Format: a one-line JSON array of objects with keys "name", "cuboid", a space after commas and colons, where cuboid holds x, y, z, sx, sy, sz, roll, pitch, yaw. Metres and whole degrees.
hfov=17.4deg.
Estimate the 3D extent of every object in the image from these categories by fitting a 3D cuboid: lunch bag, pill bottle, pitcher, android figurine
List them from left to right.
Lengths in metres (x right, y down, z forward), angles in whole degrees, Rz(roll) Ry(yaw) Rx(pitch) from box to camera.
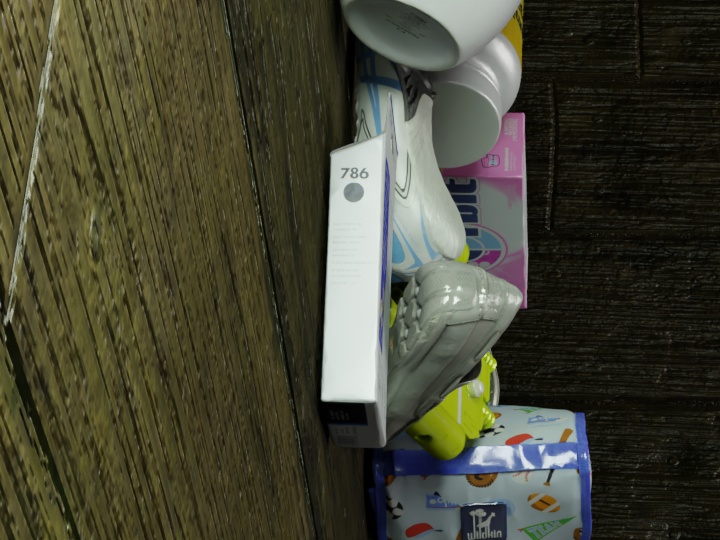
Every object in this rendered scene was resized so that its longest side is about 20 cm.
[{"name": "pitcher", "cuboid": [0.040, -0.243, 1.484, 0.201, 0.171, 0.121, -67, -167, -22]}, {"name": "android figurine", "cuboid": [0.051, 0.046, 1.675, 0.200, 0.041, 0.183, 49, 37, -49]}, {"name": "pill bottle", "cuboid": [0.068, -0.176, 1.788, 0.113, 0.112, 0.201, 85, 7, -45]}, {"name": "lunch bag", "cuboid": [0.094, 0.163, 1.805, 0.200, 0.169, 0.125, 75, 12, -78]}]

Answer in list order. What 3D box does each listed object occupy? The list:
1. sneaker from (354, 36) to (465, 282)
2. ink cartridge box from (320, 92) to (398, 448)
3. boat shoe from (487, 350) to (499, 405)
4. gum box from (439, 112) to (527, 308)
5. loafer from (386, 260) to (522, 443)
[{"name": "sneaker", "cuboid": [0.018, -0.086, 1.571, 0.072, 0.072, 0.201, 38, 36, -56]}, {"name": "ink cartridge box", "cuboid": [0.000, 0.000, 1.449, 0.100, 0.039, 0.201, 78, 14, -69]}, {"name": "boat shoe", "cuboid": [0.121, 0.118, 2.660, 0.062, 0.074, 0.201, 70, 15, -58]}, {"name": "gum box", "cuboid": [0.079, -0.043, 1.910, 0.201, 0.113, 0.067, 82, 10, -55]}, {"name": "loafer", "cuboid": [0.044, 0.061, 1.515, 0.200, 0.069, 0.070, 125, -31, -56]}]
